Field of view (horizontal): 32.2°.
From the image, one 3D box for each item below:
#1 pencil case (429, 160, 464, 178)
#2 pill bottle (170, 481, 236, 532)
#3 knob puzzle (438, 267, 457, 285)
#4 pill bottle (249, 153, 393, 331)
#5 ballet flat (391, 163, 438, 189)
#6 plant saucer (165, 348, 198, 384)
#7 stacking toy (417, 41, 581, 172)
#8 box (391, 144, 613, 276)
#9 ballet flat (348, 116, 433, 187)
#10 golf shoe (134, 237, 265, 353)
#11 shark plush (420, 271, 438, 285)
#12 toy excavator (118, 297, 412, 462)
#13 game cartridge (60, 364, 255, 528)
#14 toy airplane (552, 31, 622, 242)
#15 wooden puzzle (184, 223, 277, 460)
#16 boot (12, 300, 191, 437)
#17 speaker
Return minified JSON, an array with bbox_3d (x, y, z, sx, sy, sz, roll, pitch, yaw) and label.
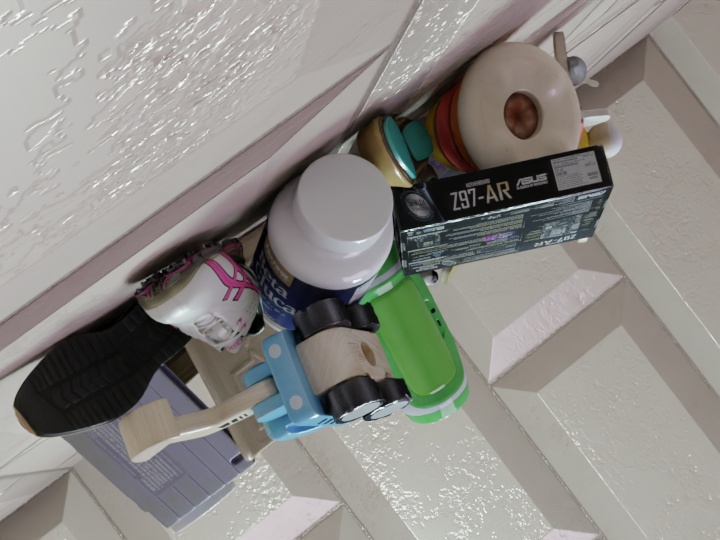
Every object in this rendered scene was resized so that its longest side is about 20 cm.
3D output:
[{"bbox_3d":[0.099,-0.136,1.471,0.200,0.083,0.091,-38,-158,8],"label":"pencil case"},{"bbox_3d":[-0.232,0.188,1.397,0.112,0.200,0.112,-38,178,-1],"label":"pill bottle"},{"bbox_3d":[0.123,-0.068,1.398,0.220,0.030,0.220,-63,174,-11],"label":"knob puzzle"},{"bbox_3d":[-0.034,-0.022,1.111,0.111,0.111,0.200,-37,169,-25],"label":"pill bottle"},{"bbox_3d":[0.000,-0.067,1.255,0.200,0.046,0.067,-18,163,-34],"label":"ballet flat"},{"bbox_3d":[-0.180,0.070,1.498,0.200,0.029,0.200,-43,-168,12],"label":"plant saucer"},{"bbox_3d":[0.117,-0.147,1.290,0.146,0.146,0.200,-37,-166,-26],"label":"stacking toy"},{"bbox_3d":[0.131,-0.053,1.196,0.200,0.044,0.160,-12,165,1],"label":"box"},{"bbox_3d":[0.022,-0.102,1.134,0.063,0.069,0.200,-23,-179,14],"label":"ballet flat"},{"bbox_3d":[-0.122,0.025,1.047,0.073,0.092,0.200,-31,178,13],"label":"golf shoe"},{"bbox_3d":[0.000,0.000,1.389,0.200,0.091,0.083,-35,-149,-3],"label":"shark plush"},{"bbox_3d":[-0.082,0.112,1.080,0.200,0.100,0.194,-30,163,18],"label":"toy excavator"},{"bbox_3d":[-0.221,0.168,1.293,0.130,0.200,0.038,-35,-155,12],"label":"game cartridge"},{"bbox_3d":[0.258,-0.164,1.513,0.141,0.199,0.200,-2,124,-16],"label":"toy airplane"},{"bbox_3d":[-0.096,0.061,1.234,0.046,0.185,0.200,-12,-161,46],"label":"wooden puzzle"},{"bbox_3d":[-0.240,0.101,1.078,0.138,0.078,0.200,-32,-179,40],"label":"boot"},{"bbox_3d":[0.043,0.063,1.327,0.088,0.200,0.088,-23,-157,11],"label":"speaker"}]
